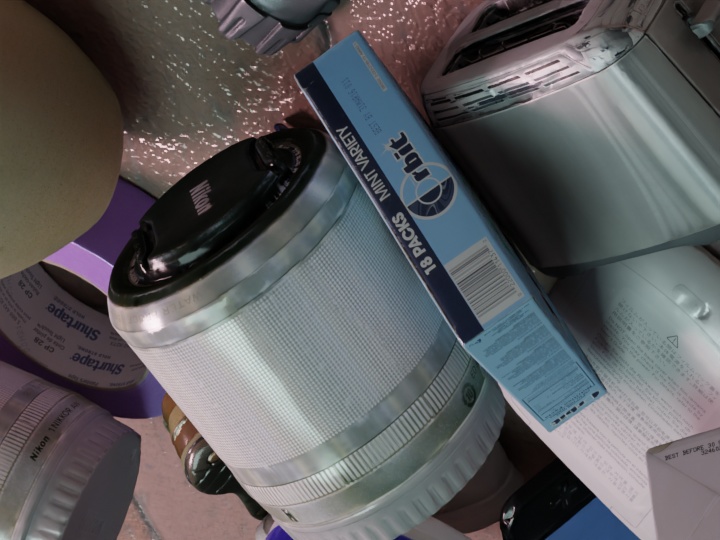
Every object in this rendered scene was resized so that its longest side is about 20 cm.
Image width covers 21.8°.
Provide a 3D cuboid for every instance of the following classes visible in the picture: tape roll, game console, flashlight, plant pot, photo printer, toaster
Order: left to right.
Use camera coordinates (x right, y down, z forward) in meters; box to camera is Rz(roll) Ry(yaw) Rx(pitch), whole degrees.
[{"bbox_3d":[-0.224,-0.080,1.140,0.133,0.202,0.200,6,157,-33],"label":"plant pot"},{"bbox_3d":[-0.194,0.015,1.313,0.198,0.066,0.201,18,142,14],"label":"tape roll"},{"bbox_3d":[-0.017,-0.179,0.959,0.200,0.068,0.068,-32,87,52],"label":"flashlight"},{"bbox_3d":[0.121,-0.081,0.945,0.199,0.114,0.129,-15,123,50],"label":"toaster"},{"bbox_3d":[0.200,0.193,1.225,0.116,0.175,0.201,38,155,40],"label":"game console"},{"bbox_3d":[0.176,0.056,1.071,0.166,0.069,0.201,45,145,15],"label":"photo printer"}]

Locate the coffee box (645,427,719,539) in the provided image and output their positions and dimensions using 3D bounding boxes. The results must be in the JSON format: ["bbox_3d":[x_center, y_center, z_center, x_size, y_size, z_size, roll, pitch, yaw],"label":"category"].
[{"bbox_3d":[0.249,0.157,1.018,0.112,0.080,0.200,-20,141,25],"label":"coffee box"}]

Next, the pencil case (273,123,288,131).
[{"bbox_3d":[0.000,0.000,1.154,0.200,0.090,0.078,40,115,-16],"label":"pencil case"}]

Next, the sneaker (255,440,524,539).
[{"bbox_3d":[0.010,0.147,1.311,0.198,0.075,0.100,-19,120,16],"label":"sneaker"}]

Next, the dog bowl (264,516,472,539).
[{"bbox_3d":[0.016,0.240,1.243,0.198,0.079,0.201,19,143,15],"label":"dog bowl"}]

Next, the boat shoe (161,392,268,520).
[{"bbox_3d":[-0.080,0.121,1.331,0.074,0.076,0.200,51,-177,26],"label":"boat shoe"}]

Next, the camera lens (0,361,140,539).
[{"bbox_3d":[-0.275,0.143,1.317,0.198,0.161,0.161,22,144,10],"label":"camera lens"}]

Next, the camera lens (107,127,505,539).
[{"bbox_3d":[-0.030,0.035,1.033,0.159,0.160,0.201,-15,121,44],"label":"camera lens"}]

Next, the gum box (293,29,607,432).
[{"bbox_3d":[0.052,-0.015,0.980,0.171,0.044,0.200,58,-175,24],"label":"gum box"}]
